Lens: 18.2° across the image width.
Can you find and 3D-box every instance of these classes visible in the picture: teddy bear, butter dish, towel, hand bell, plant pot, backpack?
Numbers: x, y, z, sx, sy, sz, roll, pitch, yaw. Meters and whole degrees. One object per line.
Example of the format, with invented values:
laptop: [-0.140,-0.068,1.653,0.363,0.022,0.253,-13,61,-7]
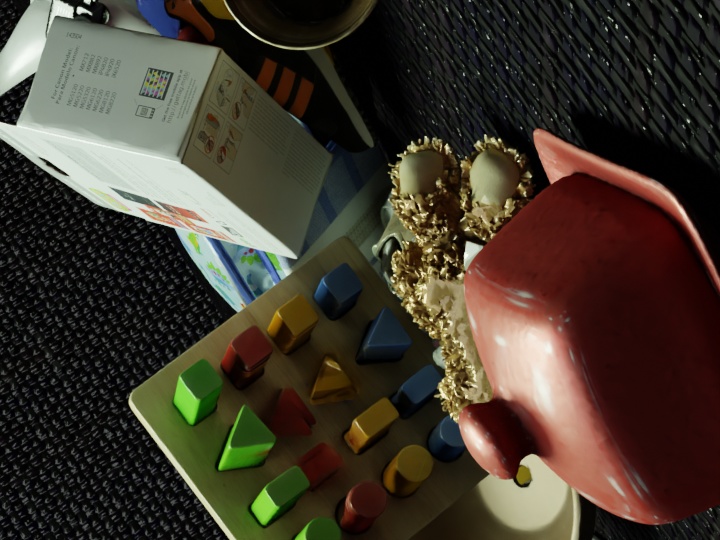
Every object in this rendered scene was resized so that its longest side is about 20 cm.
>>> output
teddy bear: [0.080,0.008,1.364,0.067,0.144,0.201,-41,-72,-53]
butter dish: [0.117,0.052,1.136,0.201,0.147,0.199,61,172,-20]
towel: [0.000,0.000,1.688,0.024,0.147,0.201,4,132,39]
hand bell: [-0.021,-0.174,1.423,0.104,0.104,0.200,57,-176,8]
plant pot: [0.100,0.159,1.668,0.092,0.201,0.201,-11,-119,-54]
backpack: [-0.085,-0.058,1.920,0.183,0.146,0.201,43,160,53]

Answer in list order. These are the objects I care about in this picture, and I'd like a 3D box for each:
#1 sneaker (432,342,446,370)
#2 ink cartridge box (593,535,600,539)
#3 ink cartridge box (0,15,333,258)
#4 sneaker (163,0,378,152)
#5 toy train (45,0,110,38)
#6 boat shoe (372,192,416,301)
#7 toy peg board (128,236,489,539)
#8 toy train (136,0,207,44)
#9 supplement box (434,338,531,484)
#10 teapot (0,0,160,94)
sneaker: [0.104,0.066,1.506,0.088,0.075,0.200,54,173,5]
ink cartridge box: [0.148,0.281,1.777,0.085,0.146,0.200,59,172,-16]
ink cartridge box: [-0.141,-0.093,1.529,0.175,0.084,0.200,14,168,24]
sneaker: [-0.060,-0.144,1.534,0.200,0.090,0.070,52,-156,-46]
toy train: [-0.191,-0.231,1.587,0.046,0.034,0.201,28,128,10]
boat shoe: [0.043,-0.016,1.585,0.075,0.068,0.200,60,171,-15]
toy peg board: [-0.021,0.100,1.543,0.200,0.199,0.098,52,164,6]
toy train: [-0.106,-0.239,1.531,0.085,0.116,0.200,46,163,15]
supplement box: [0.040,0.112,1.861,0.201,0.131,0.103,61,170,-22]
teapot: [-0.175,-0.185,1.753,0.199,0.146,0.198,27,-142,-11]
